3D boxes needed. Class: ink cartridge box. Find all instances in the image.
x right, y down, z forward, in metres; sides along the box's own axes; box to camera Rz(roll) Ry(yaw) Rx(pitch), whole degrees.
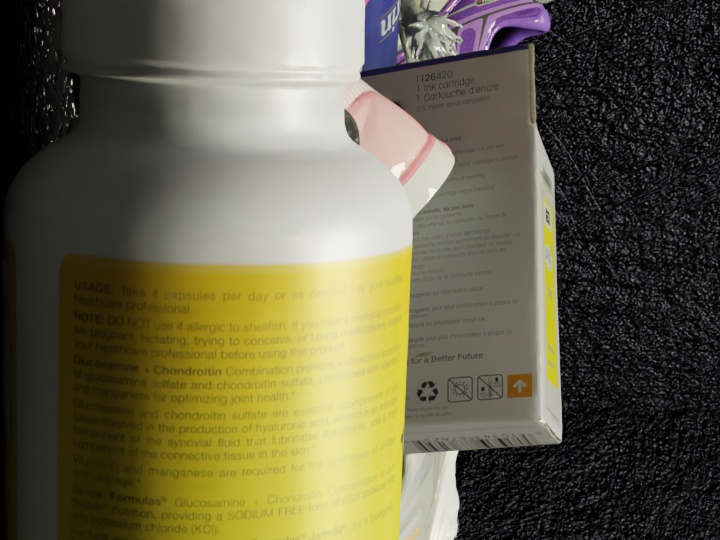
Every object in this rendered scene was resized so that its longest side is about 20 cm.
[{"bbox_3d":[0.000,-0.005,0.769,0.047,0.197,0.200,50,38,-56],"label":"ink cartridge box"}]

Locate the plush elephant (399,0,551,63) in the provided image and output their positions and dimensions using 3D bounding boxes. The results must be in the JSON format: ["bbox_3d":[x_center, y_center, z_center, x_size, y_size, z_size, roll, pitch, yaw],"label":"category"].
[{"bbox_3d":[0.081,-0.225,0.892,0.165,0.155,0.200,87,-10,-88],"label":"plush elephant"}]

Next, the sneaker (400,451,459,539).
[{"bbox_3d":[0.020,0.069,0.804,0.079,0.074,0.200,53,36,-48],"label":"sneaker"}]

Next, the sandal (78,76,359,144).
[{"bbox_3d":[-0.061,-0.067,0.585,0.075,0.048,0.200,-57,154,-5],"label":"sandal"}]

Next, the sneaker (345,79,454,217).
[{"bbox_3d":[-0.055,-0.014,0.701,0.200,0.105,0.075,-50,-164,-11],"label":"sneaker"}]

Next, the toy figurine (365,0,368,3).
[{"bbox_3d":[-0.035,-0.170,0.670,0.200,0.150,0.184,101,2,-85],"label":"toy figurine"}]

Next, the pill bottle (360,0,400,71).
[{"bbox_3d":[-0.035,-0.139,0.851,0.200,0.115,0.116,93,-1,-45],"label":"pill bottle"}]

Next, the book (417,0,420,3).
[{"bbox_3d":[-0.008,-0.295,1.070,0.134,0.048,0.200,41,-15,41],"label":"book"}]

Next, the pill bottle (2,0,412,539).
[{"bbox_3d":[-0.042,0.023,0.422,0.112,0.112,0.200,-88,-179,-80],"label":"pill bottle"}]

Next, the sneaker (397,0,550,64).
[{"bbox_3d":[0.041,-0.114,0.982,0.200,0.083,0.081,-47,165,8],"label":"sneaker"}]
